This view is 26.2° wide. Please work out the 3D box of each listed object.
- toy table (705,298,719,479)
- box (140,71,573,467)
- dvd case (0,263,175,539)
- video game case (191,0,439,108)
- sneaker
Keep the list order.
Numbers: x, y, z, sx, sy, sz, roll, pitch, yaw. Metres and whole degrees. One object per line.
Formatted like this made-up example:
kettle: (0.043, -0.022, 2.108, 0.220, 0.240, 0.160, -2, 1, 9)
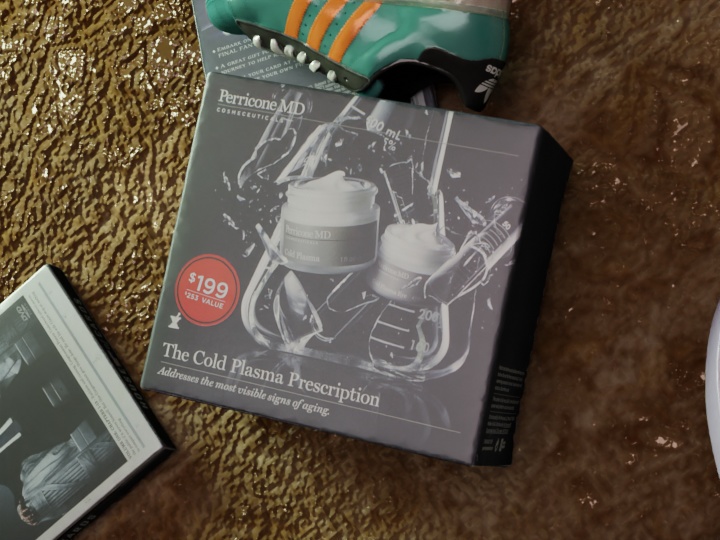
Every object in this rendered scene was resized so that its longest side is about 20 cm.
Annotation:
toy table: (0.242, 0.061, 0.731, 0.182, 0.117, 0.202, -13, 73, -13)
box: (0.000, 0.000, 0.870, 0.198, 0.104, 0.184, 11, 86, 18)
dvd case: (-0.231, 0.116, 0.981, 0.200, 0.025, 0.151, -40, 69, 7)
video game case: (-0.037, -0.167, 0.973, 0.142, 0.019, 0.202, -16, 74, 15)
sneaker: (-0.009, -0.134, 0.909, 0.199, 0.071, 0.081, 8, 92, 28)
